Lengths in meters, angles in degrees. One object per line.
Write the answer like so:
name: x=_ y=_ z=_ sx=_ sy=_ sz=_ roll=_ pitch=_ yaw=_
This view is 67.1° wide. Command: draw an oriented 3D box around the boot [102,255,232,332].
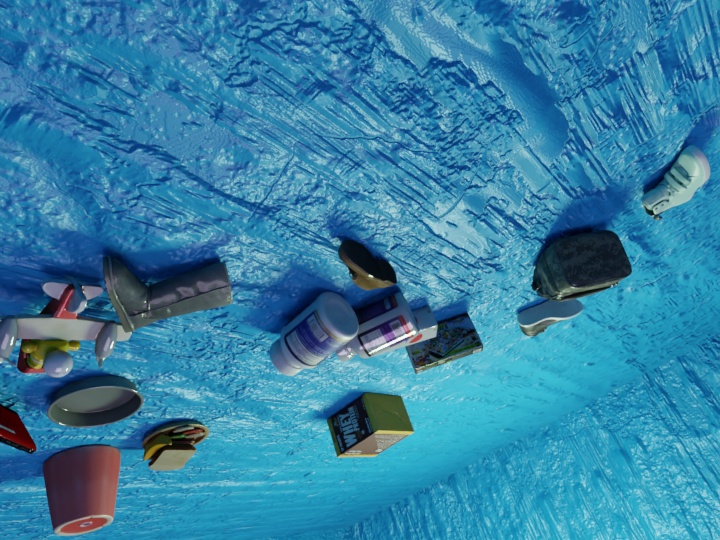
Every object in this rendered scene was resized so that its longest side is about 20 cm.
boot: x=-0.334 y=0.024 z=0.961 sx=0.198 sy=0.073 sz=0.183 roll=-13 pitch=141 yaw=-13

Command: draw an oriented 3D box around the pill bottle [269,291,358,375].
pill bottle: x=-0.111 y=0.149 z=1.223 sx=0.200 sy=0.121 sz=0.119 roll=-39 pitch=143 yaw=27

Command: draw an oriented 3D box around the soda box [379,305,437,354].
soda box: x=0.097 y=0.159 z=1.407 sx=0.198 sy=0.064 sz=0.068 roll=-17 pitch=147 yaw=-8

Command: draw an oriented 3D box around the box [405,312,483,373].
box: x=0.224 y=0.198 z=1.492 sx=0.198 sy=0.111 sz=0.035 roll=-18 pitch=147 yaw=-6

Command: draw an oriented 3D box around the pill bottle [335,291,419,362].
pill bottle: x=0.030 y=0.141 z=1.298 sx=0.198 sy=0.112 sz=0.112 roll=-25 pitch=147 yaw=7

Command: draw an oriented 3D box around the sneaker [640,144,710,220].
sneaker: x=0.703 y=-0.190 z=1.227 sx=0.117 sy=0.074 sz=0.201 roll=-29 pitch=149 yaw=1

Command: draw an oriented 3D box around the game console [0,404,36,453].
game console: x=-0.790 y=0.318 z=1.095 sx=0.119 sy=0.172 sz=0.201 roll=-41 pitch=152 yaw=-18

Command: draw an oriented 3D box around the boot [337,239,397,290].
boot: x=0.000 y=0.000 z=1.122 sx=0.075 sy=0.074 sz=0.200 roll=-23 pitch=151 yaw=22

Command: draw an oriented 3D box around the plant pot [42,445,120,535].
plant pot: x=-0.744 y=0.595 z=1.459 sx=0.198 sy=0.179 sz=0.201 roll=-15 pitch=148 yaw=-10

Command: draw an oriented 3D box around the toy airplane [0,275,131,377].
toy airplane: x=-0.509 y=0.108 z=0.915 sx=0.198 sy=0.142 sz=0.200 roll=-19 pitch=152 yaw=-15

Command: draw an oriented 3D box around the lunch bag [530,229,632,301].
lunch bag: x=0.550 y=-0.002 z=1.372 sx=0.198 sy=0.141 sz=0.168 roll=-12 pitch=163 yaw=-13

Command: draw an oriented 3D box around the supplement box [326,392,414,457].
supplement box: x=0.033 y=0.526 z=1.837 sx=0.200 sy=0.134 sz=0.196 roll=-40 pitch=143 yaw=27

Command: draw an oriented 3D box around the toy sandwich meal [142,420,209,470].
toy sandwich meal: x=-0.524 y=0.498 z=1.540 sx=0.203 sy=0.071 sz=0.206 roll=-15 pitch=147 yaw=-10

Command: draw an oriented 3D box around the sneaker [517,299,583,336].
sneaker: x=0.571 y=0.142 z=1.648 sx=0.198 sy=0.071 sz=0.099 roll=-17 pitch=149 yaw=4

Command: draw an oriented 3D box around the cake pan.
cake pan: x=-0.601 y=0.298 z=1.237 sx=0.198 sy=0.037 sz=0.201 roll=-15 pitch=147 yaw=-10
